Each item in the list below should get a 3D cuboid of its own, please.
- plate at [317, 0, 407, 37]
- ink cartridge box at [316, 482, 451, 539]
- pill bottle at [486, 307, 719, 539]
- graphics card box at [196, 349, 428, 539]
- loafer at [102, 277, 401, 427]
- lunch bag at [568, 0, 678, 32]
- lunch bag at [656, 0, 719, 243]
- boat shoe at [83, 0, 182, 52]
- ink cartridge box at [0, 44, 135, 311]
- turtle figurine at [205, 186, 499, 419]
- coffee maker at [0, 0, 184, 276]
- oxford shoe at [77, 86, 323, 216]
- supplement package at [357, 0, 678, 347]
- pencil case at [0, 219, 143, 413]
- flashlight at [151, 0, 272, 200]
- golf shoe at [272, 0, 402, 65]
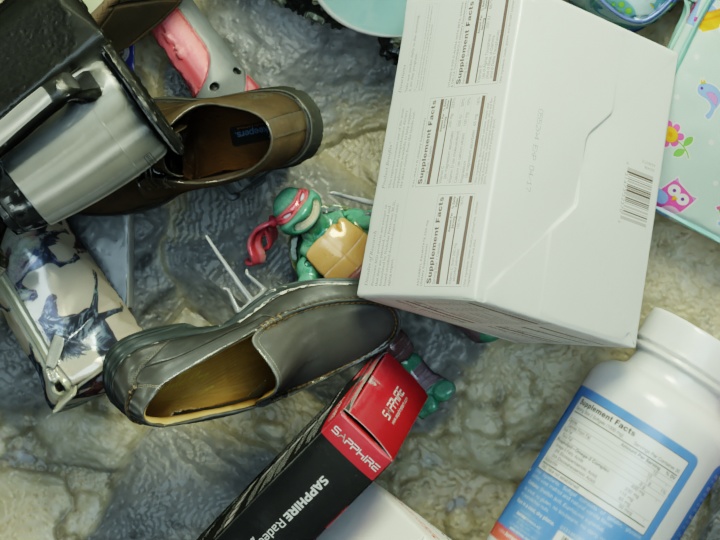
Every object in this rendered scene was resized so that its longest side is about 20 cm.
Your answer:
[{"bbox_3d":[0.056,-0.228,1.343,0.200,0.200,0.026,-24,57,-2],"label":"plate"},{"bbox_3d":[0.067,0.235,1.365,0.200,0.146,0.083,39,88,-20],"label":"ink cartridge box"},{"bbox_3d":[0.181,0.131,1.416,0.112,0.112,0.200,33,87,0],"label":"pill bottle"},{"bbox_3d":[-0.045,0.150,1.374,0.051,0.125,0.200,44,109,-3],"label":"graphics card box"},{"bbox_3d":[-0.062,0.060,1.346,0.199,0.072,0.073,-19,116,-12],"label":"loafer"},{"bbox_3d":[0.169,-0.274,1.445,0.200,0.082,0.161,41,89,1],"label":"lunch bag"},{"bbox_3d":[0.271,-0.117,1.413,0.160,0.077,0.200,27,113,3],"label":"lunch bag"},{"bbox_3d":[-0.181,-0.183,1.398,0.200,0.072,0.076,-43,67,12],"label":"boat shoe"},{"bbox_3d":[-0.205,-0.071,1.458,0.094,0.037,0.201,0,86,0],"label":"ink cartridge box"},{"bbox_3d":[0.000,0.000,1.425,0.200,0.101,0.150,40,103,-15],"label":"turtle figurine"},{"bbox_3d":[-0.239,-0.089,1.306,0.200,0.135,0.192,-36,55,-2],"label":"coffee maker"},{"bbox_3d":[-0.131,-0.080,1.383,0.199,0.084,0.073,-16,93,23],"label":"oxford shoe"},{"bbox_3d":[0.104,-0.063,1.358,0.155,0.111,0.201,17,79,-41],"label":"supplement package"},{"bbox_3d":[-0.222,-0.003,1.393,0.078,0.089,0.200,-35,89,18],"label":"pencil case"},{"bbox_3d":[-0.123,-0.145,1.445,0.068,0.068,0.200,-38,89,13],"label":"flashlight"},{"bbox_3d":[0.000,-0.207,1.451,0.199,0.077,0.088,25,80,-9],"label":"golf shoe"}]
